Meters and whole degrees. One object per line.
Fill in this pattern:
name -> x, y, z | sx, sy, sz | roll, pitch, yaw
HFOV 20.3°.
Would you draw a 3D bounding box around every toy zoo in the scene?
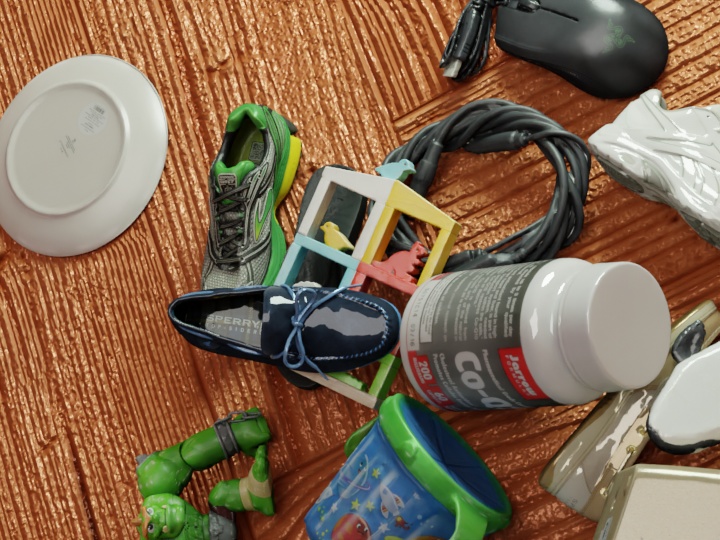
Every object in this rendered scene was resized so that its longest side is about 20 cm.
toy zoo -> 0.000, 0.000, 1.684 | 0.131, 0.020, 0.201 | 24, 90, 23

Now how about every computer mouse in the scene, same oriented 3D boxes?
computer mouse -> 0.166, -0.207, 1.709 | 0.199, 0.053, 0.139 | 22, 83, 28

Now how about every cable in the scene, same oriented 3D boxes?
cable -> 0.104, -0.065, 1.702 | 0.199, 0.051, 0.164 | -29, 60, 19

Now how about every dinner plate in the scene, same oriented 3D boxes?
dinner plate -> -0.273, -0.112, 1.896 | 0.199, 0.024, 0.201 | -7, 72, 21

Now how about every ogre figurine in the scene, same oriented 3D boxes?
ogre figurine -> -0.130, 0.221, 1.695 | 0.119, 0.098, 0.201 | -6, 87, 4

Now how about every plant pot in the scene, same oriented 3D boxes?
plant pot -> 0.249, 0.232, 1.426 | 0.176, 0.200, 0.201 | 19, 82, 4

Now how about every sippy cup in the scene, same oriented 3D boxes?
sippy cup -> 0.030, 0.191, 1.607 | 0.130, 0.178, 0.140 | -44, 86, 12

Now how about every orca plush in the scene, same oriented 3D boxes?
orca plush -> 0.296, 0.079, 1.557 | 0.105, 0.071, 0.200 | 30, 67, 19

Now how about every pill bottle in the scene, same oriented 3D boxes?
pill bottle -> 0.136, 0.051, 1.573 | 0.199, 0.114, 0.115 | -8, 69, 48

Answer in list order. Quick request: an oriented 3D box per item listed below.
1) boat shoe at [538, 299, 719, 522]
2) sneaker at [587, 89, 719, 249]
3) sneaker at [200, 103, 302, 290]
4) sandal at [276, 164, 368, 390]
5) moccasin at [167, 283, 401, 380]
boat shoe -> 0.227, 0.113, 1.582 | 0.069, 0.074, 0.200 | 42, 87, 5
sneaker -> 0.281, -0.084, 1.609 | 0.200, 0.078, 0.100 | 37, 87, 27
sneaker -> -0.111, -0.052, 1.769 | 0.078, 0.085, 0.201 | 1, 76, 24
sandal -> -0.044, 0.002, 1.743 | 0.075, 0.048, 0.202 | 3, 76, 25
moccasin -> -0.067, 0.050, 1.653 | 0.199, 0.068, 0.081 | -3, 80, 21
